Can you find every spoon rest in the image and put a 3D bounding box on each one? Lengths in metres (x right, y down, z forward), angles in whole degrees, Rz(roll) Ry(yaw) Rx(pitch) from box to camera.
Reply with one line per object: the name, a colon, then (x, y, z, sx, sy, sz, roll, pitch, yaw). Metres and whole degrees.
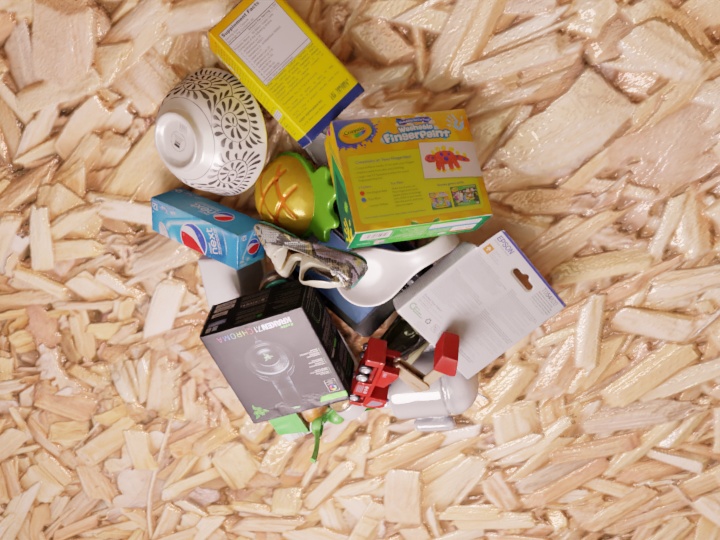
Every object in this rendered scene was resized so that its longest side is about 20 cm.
spoon rest: (0.051, -0.011, 1.018, 0.200, 0.061, 0.099, -27, 106, 16)

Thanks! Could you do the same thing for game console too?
game console: (0.000, 0.000, 1.098, 0.200, 0.118, 0.171, 41, 158, -10)

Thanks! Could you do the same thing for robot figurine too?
robot figurine: (0.118, 0.197, 1.181, 0.200, 0.113, 0.170, -8, 96, 17)

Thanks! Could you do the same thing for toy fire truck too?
toy fire truck: (0.065, 0.161, 1.070, 0.141, 0.049, 0.200, 13, 139, -4)

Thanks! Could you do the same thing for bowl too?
bowl: (-0.249, -0.203, 1.034, 0.201, 0.094, 0.201, 12, 115, 29)

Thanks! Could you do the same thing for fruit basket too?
fruit basket: (-0.092, 0.214, 1.266, 0.200, 0.094, 0.185, -29, 116, 3)

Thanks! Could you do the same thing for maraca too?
maraca: (-0.094, -0.112, 1.048, 0.200, 0.107, 0.137, 20, 117, 49)

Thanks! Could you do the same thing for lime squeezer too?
lime squeezer: (-0.044, 0.275, 1.228, 0.071, 0.200, 0.038, 2, 110, 40)

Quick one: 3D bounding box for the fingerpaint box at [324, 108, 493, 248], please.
fingerpaint box: (0.064, -0.131, 0.956, 0.200, 0.073, 0.167, -9, 76, -15)

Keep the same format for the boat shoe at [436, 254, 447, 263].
boat shoe: (0.197, 0.016, 1.097, 0.069, 0.071, 0.200, -38, 112, 24)

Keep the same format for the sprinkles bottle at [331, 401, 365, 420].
sprinkles bottle: (-0.071, 0.176, 1.176, 0.068, 0.068, 0.200, -37, 109, 27)

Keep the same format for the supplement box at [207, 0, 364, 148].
supplement box: (-0.107, -0.287, 0.964, 0.109, 0.110, 0.200, -44, 102, -4)

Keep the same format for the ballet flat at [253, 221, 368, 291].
ballet flat: (-0.088, -0.017, 1.008, 0.200, 0.072, 0.072, 20, 121, 22)

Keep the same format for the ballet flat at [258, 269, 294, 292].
ballet flat: (-0.136, 0.038, 1.143, 0.068, 0.067, 0.200, -15, 151, -6)

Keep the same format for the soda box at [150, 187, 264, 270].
soda box: (-0.252, -0.072, 1.114, 0.200, 0.068, 0.064, 23, 122, 27)

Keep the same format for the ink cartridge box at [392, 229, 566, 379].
ink cartridge box: (0.185, 0.050, 1.045, 0.200, 0.041, 0.200, -38, 120, 12)

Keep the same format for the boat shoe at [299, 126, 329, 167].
boat shoe: (-0.022, -0.156, 1.055, 0.200, 0.069, 0.072, 45, 118, -11)

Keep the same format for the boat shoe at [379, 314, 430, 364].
boat shoe: (0.094, 0.091, 1.121, 0.201, 0.066, 0.072, -50, 61, 7)

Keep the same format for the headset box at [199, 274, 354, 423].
headset box: (-0.122, 0.132, 1.062, 0.174, 0.093, 0.200, -16, 119, 14)

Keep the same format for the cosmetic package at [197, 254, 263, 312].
cosmetic package: (-0.214, 0.049, 1.189, 0.071, 0.101, 0.200, 0, 116, 14)
